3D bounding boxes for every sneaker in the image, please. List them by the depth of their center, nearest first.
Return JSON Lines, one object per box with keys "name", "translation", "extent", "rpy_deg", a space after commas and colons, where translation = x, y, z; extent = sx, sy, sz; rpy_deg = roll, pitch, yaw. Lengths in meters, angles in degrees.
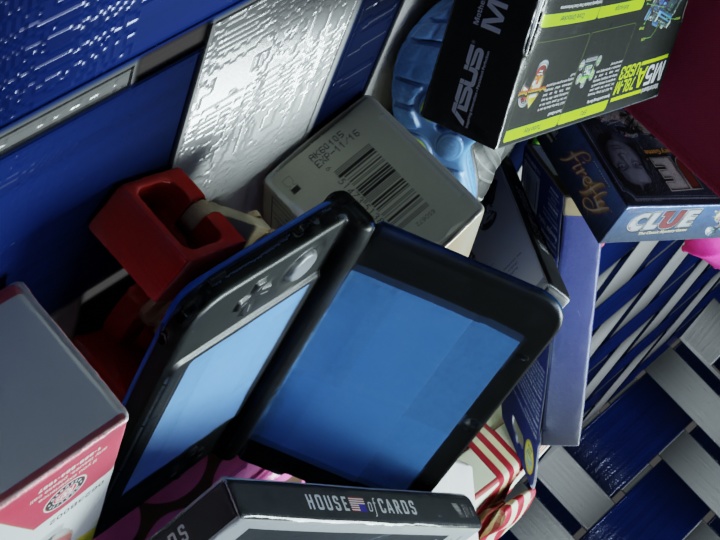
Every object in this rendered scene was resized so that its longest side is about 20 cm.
{"name": "sneaker", "translation": [0.058, -0.099, 0.836], "extent": [0.200, 0.070, 0.083], "rpy_deg": [102, 14, -62]}

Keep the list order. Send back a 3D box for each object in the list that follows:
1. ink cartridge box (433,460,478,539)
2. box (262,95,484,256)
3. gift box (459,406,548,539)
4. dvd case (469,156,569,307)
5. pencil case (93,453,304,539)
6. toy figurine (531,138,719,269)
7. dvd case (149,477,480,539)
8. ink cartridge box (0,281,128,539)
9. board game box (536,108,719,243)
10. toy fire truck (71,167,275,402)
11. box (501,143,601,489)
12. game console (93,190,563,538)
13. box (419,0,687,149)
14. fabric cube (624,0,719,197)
{"name": "ink cartridge box", "translation": [-0.036, 0.209, 1.029], "extent": [0.199, 0.149, 0.144], "rpy_deg": [-28, 144, 37]}
{"name": "box", "translation": [0.000, 0.000, 0.868], "extent": [0.078, 0.095, 0.200], "rpy_deg": [-41, 167, -18]}
{"name": "gift box", "translation": [0.039, 0.146, 1.198], "extent": [0.199, 0.187, 0.185], "rpy_deg": [-26, 158, -49]}
{"name": "dvd case", "translation": [0.061, 0.018, 1.005], "extent": [0.151, 0.025, 0.201], "rpy_deg": [-49, -158, 19]}
{"name": "pencil case", "translation": [-0.086, 0.132, 0.881], "extent": [0.200, 0.091, 0.093], "rpy_deg": [-42, -157, -18]}
{"name": "toy figurine", "translation": [0.256, -0.086, 1.161], "extent": [0.199, 0.184, 0.151], "rpy_deg": [-30, 160, -47]}
{"name": "dvd case", "translation": [-0.048, 0.158, 0.780], "extent": [0.150, 0.025, 0.199], "rpy_deg": [-42, 150, 24]}
{"name": "ink cartridge box", "translation": [-0.191, 0.118, 0.677], "extent": [0.145, 0.083, 0.201], "rpy_deg": [-35, 163, -33]}
{"name": "board game box", "translation": [0.200, -0.082, 0.977], "extent": [0.198, 0.136, 0.035], "rpy_deg": [-3, 143, -35]}
{"name": "toy fire truck", "translation": [-0.082, 0.014, 0.763], "extent": [0.141, 0.049, 0.200], "rpy_deg": [-51, 165, 21]}
{"name": "box", "translation": [0.124, 0.029, 1.021], "extent": [0.121, 0.032, 0.202], "rpy_deg": [-106, -160, -69]}
{"name": "game console", "translation": [-0.025, 0.073, 0.745], "extent": [0.170, 0.118, 0.201], "rpy_deg": [-34, 162, -44]}
{"name": "box", "translation": [0.115, -0.164, 0.703], "extent": [0.199, 0.047, 0.195], "rpy_deg": [-24, 136, -56]}
{"name": "fabric cube", "translation": [0.246, -0.169, 0.878], "extent": [0.200, 0.196, 0.199], "rpy_deg": [-50, 163, 25]}
